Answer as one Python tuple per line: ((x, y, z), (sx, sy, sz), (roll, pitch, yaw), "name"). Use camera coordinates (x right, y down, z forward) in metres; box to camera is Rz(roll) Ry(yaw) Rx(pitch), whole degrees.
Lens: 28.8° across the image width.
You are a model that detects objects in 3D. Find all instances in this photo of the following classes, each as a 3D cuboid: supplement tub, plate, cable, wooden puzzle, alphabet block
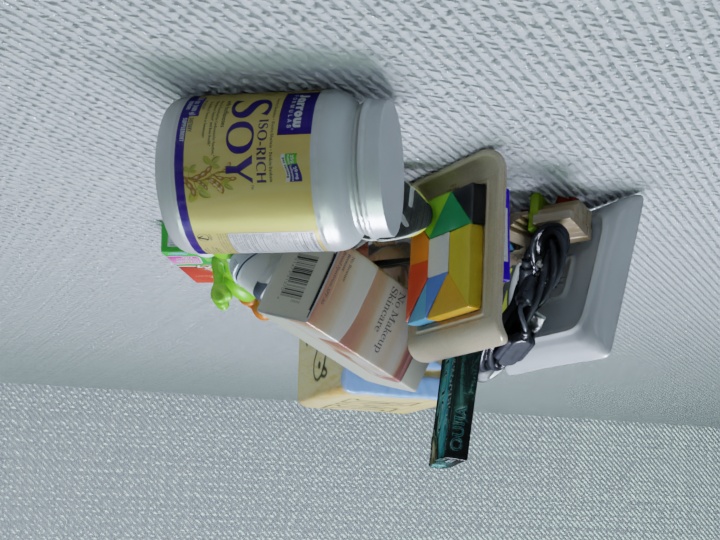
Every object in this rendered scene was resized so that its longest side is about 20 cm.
((-0.069, -0.088, 1.257), (0.200, 0.146, 0.145), (-2, 168, 12), "supplement tub")
((0.237, 0.015, 1.623), (0.032, 0.200, 0.200), (24, 160, -22), "plate")
((0.176, 0.034, 1.557), (0.051, 0.163, 0.200), (21, 155, 0), "cable")
((0.094, -0.012, 1.472), (0.037, 0.200, 0.185), (4, 168, -27), "wooden puzzle")
((0.031, 0.104, 2.072), (0.196, 0.196, 0.200), (8, 166, -21), "alphabet block")

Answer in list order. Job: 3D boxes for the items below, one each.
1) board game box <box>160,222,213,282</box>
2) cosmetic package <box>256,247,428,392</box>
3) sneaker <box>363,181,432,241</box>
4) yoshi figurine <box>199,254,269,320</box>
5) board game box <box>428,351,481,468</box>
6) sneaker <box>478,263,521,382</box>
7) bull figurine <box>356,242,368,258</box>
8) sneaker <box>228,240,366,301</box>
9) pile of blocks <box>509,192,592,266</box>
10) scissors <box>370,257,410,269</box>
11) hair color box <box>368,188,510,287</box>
((-0.164, -0.022, 1.842), (0.153, 0.040, 0.200), (0, 168, 7), "board game box")
((-0.006, 0.048, 1.560), (0.087, 0.103, 0.200), (11, 164, 45), "cosmetic package")
((-0.007, -0.068, 1.538), (0.200, 0.078, 0.090), (8, 173, 27), "sneaker")
((-0.139, -0.018, 1.649), (0.112, 0.112, 0.200), (-18, 141, 24), "yoshi figurine")
((0.108, 0.114, 1.544), (0.028, 0.200, 0.135), (9, 167, -3), "board game box")
((0.154, 0.039, 1.747), (0.085, 0.200, 0.074), (18, 166, -22), "sneaker")
((-0.023, 0.008, 1.771), (0.121, 0.065, 0.200), (5, -164, 12), "bull figurine")
((-0.051, -0.015, 1.615), (0.200, 0.071, 0.073), (-25, 146, -23), "sneaker")
((0.187, -0.053, 1.632), (0.082, 0.062, 0.200), (22, 152, -28), "pile of blocks")
((0.000, 0.000, 1.622), (0.073, 0.014, 0.200), (-38, -153, -33), "scissors")
((0.087, -0.028, 1.622), (0.065, 0.109, 0.200), (8, 166, -31), "hair color box")
